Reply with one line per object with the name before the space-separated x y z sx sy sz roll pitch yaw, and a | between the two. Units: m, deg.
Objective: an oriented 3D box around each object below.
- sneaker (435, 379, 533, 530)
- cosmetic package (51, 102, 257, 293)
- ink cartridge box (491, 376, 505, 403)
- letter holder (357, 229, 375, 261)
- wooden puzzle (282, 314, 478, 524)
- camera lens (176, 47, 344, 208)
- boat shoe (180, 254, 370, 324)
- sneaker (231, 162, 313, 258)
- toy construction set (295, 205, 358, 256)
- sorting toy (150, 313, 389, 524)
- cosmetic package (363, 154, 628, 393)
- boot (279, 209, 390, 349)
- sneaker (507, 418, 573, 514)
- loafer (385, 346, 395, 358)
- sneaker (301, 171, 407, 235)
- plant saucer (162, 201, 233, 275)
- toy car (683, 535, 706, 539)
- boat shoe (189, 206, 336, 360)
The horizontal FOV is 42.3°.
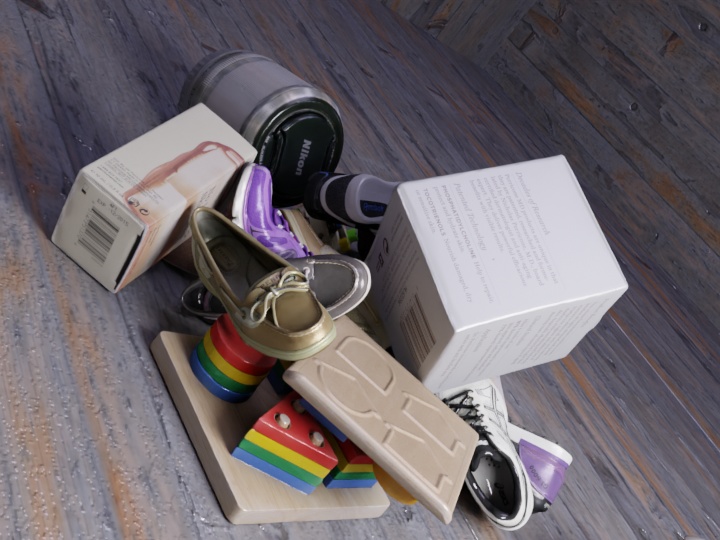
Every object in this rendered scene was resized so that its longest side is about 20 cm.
sneaker | 0.129 0.175 0.989 0.202 0.075 0.088 63 5 16
cosmetic package | -0.202 -0.077 0.935 0.087 0.104 0.200 38 38 3
ink cartridge box | 0.167 0.170 1.188 0.199 0.048 0.146 38 12 -2
letter holder | 0.065 -0.034 1.267 0.099 0.144 0.201 -10 39 -10
wooden puzzle | 0.019 0.135 0.855 0.185 0.046 0.200 42 17 2
camera lens | -0.129 -0.187 1.214 0.159 0.162 0.200 15 18 -47
boat shoe | -0.087 0.024 0.911 0.057 0.197 0.068 8 76 -63
sneaker | -0.082 -0.019 0.990 0.081 0.082 0.203 -72 150 -70
toy construction set | -0.031 -0.013 1.190 0.202 0.091 0.132 62 -3 28
sorting toy | -0.069 0.129 0.870 0.197 0.070 0.201 15 34 -48
cosmetic package | 0.132 0.007 0.971 0.197 0.168 0.168 -12 63 -21
boot | 0.000 0.000 1.077 0.154 0.073 0.202 -22 71 -28
sneaker | 0.133 0.205 1.056 0.198 0.088 0.076 22 -16 21
loafer | 0.048 0.158 1.018 0.062 0.073 0.201 -13 43 -13
sneaker | 0.004 -0.082 1.129 0.110 0.074 0.199 12 -4 32
plant saucer | -0.180 -0.069 1.067 0.198 0.035 0.202 24 33 -16
toy car | 0.284 0.362 0.930 0.200 0.172 0.153 -22 98 -66
boat shoe | -0.095 0.009 0.839 0.200 0.073 0.064 42 -25 43
